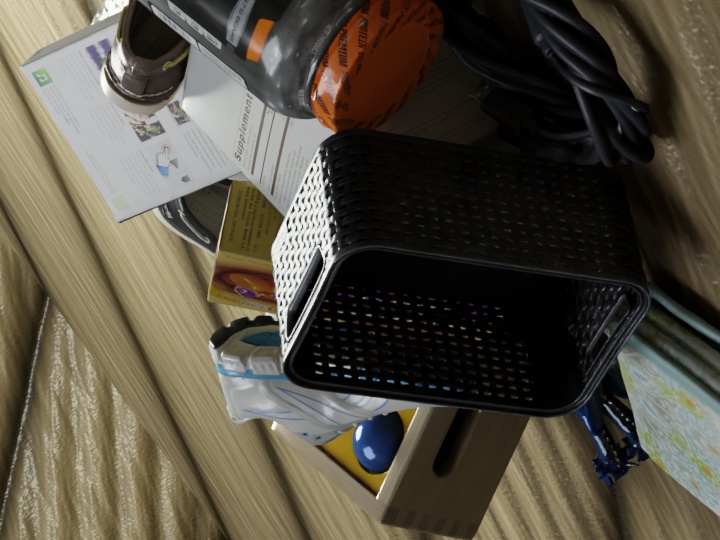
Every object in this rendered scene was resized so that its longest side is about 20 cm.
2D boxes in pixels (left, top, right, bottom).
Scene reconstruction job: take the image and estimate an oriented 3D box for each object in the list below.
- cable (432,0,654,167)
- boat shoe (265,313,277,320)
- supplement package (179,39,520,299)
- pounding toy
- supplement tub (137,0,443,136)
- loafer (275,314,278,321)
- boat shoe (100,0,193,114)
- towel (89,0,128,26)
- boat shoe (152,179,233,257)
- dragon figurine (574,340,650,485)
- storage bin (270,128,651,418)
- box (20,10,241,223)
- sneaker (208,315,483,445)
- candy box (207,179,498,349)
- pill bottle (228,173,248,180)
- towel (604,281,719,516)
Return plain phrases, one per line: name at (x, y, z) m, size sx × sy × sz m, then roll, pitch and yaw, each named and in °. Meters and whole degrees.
cable at (0.102, -0.132, 1.278) m, size 0.200 × 0.051 × 0.164 m, roll 36°, pitch 153°, yaw 59°
boat shoe at (-0.025, -0.004, 1.781) m, size 0.064 × 0.070 × 0.201 m, roll 42°, pitch 132°, yaw 39°
supplement package at (-0.006, -0.105, 1.451) m, size 0.200 × 0.121 × 0.120 m, roll 47°, pitch 145°, yaw 24°
pounding toy at (0.025, 0.066, 1.698) m, size 0.142 × 0.201 × 0.184 m, roll 15°, pitch -167°, yaw -41°
supplement tub at (-0.053, -0.174, 1.338) m, size 0.200 × 0.123 × 0.123 m, roll 39°, pitch 161°, yaw 22°
loafer at (-0.026, -0.034, 1.613) m, size 0.068 × 0.076 × 0.201 m, roll -86°, pitch -1°, yaw -54°
boat shoe at (-0.114, -0.198, 1.516) m, size 0.072 × 0.201 × 0.060 m, roll 28°, pitch 152°, yaw -2°
towel at (-0.158, -0.180, 1.715) m, size 0.200 × 0.034 × 0.133 m, roll -56°, pitch 46°, yaw 39°
boat shoe at (-0.077, -0.027, 1.824) m, size 0.200 × 0.074 × 0.060 m, roll 34°, pitch 169°, yaw -23°
dragon figurine at (0.159, 0.071, 1.527) m, size 0.099 × 0.059 × 0.200 m, roll 43°, pitch 163°, yaw 32°
storage bin at (0.057, 0.004, 1.340) m, size 0.135 × 0.199 × 0.094 m, roll 117°, pitch 154°, yaw -45°
box at (-0.133, -0.131, 1.645) m, size 0.199 × 0.036 × 0.145 m, roll -19°, pitch 112°, yaw 30°
sneaker at (-0.008, 0.086, 1.609) m, size 0.199 × 0.075 × 0.087 m, roll 5°, pitch 120°, yaw 15°
candy box at (0.000, 0.000, 1.528) m, size 0.199 × 0.057 × 0.117 m, roll 13°, pitch 161°, yaw -4°
pill bottle at (-0.110, -0.134, 1.771) m, size 0.200 × 0.109 × 0.110 m, roll 26°, pitch 150°, yaw 59°
towel at (0.238, 0.106, 1.400) m, size 0.200 × 0.048 × 0.172 m, roll 41°, pitch 164°, yaw 39°
